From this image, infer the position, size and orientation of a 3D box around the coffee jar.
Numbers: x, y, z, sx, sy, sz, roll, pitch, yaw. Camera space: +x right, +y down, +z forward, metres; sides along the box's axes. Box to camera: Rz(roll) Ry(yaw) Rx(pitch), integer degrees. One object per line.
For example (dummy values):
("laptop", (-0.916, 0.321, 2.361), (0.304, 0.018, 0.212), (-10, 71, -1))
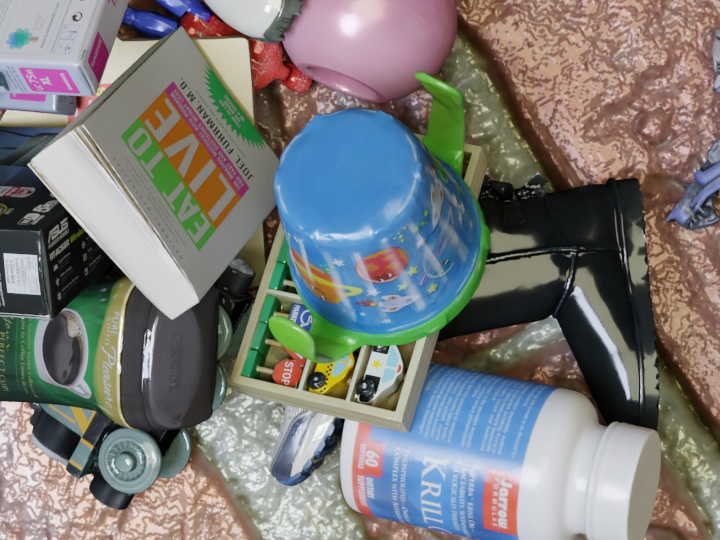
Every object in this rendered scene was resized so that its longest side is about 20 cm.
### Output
("coffee jar", (-0.186, 0.044, 1.560), (0.199, 0.085, 0.105), (8, 100, 27))

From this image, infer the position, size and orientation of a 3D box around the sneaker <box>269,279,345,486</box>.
("sneaker", (-0.033, 0.049, 1.650), (0.085, 0.077, 0.201), (18, 83, 8))

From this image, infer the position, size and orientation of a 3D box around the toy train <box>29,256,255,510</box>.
("toy train", (-0.150, 0.063, 1.633), (0.114, 0.085, 0.201), (33, 105, 12))

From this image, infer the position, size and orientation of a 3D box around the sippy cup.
("sippy cup", (0.006, -0.037, 1.525), (0.139, 0.130, 0.179), (-9, 66, 10))

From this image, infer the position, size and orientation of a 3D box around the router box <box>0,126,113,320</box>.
("router box", (-0.231, -0.035, 1.536), (0.149, 0.200, 0.063), (2, 112, 17))

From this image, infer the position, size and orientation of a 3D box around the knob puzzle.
("knob puzzle", (-0.167, -0.072, 1.655), (0.218, 0.030, 0.221), (1, 106, 4))

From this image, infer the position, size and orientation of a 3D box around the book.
("book", (-0.121, -0.065, 1.534), (0.048, 0.200, 0.134), (-32, 102, 26))

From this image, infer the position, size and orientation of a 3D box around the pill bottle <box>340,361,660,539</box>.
("pill bottle", (0.095, 0.127, 1.596), (0.199, 0.112, 0.113), (10, 91, 21))

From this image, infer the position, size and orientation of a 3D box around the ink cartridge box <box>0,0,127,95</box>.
("ink cartridge box", (-0.249, -0.173, 1.540), (0.199, 0.042, 0.120), (5, 58, 18))

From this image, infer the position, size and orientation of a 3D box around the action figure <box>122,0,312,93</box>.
("action figure", (-0.123, -0.174, 1.652), (0.199, 0.052, 0.066), (28, 96, -4))

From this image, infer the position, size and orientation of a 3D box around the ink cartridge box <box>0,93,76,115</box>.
("ink cartridge box", (-0.285, -0.174, 1.628), (0.199, 0.042, 0.120), (6, 93, 21))

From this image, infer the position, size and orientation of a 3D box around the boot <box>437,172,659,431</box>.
("boot", (0.120, 0.027, 1.643), (0.161, 0.073, 0.200), (-5, 84, -2))

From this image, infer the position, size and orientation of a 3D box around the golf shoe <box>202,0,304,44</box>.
("golf shoe", (-0.114, -0.223, 1.594), (0.200, 0.088, 0.077), (51, 124, 30))

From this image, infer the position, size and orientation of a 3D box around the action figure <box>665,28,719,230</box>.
("action figure", (0.308, -0.090, 1.649), (0.194, 0.105, 0.200), (47, 116, 6))

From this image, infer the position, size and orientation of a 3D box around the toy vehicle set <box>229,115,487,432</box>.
("toy vehicle set", (0.000, 0.000, 1.599), (0.123, 0.027, 0.201), (11, 71, 18))

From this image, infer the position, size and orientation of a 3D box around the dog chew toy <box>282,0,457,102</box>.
("dog chew toy", (0.022, -0.219, 1.620), (0.124, 0.125, 0.201), (20, 83, 0))
